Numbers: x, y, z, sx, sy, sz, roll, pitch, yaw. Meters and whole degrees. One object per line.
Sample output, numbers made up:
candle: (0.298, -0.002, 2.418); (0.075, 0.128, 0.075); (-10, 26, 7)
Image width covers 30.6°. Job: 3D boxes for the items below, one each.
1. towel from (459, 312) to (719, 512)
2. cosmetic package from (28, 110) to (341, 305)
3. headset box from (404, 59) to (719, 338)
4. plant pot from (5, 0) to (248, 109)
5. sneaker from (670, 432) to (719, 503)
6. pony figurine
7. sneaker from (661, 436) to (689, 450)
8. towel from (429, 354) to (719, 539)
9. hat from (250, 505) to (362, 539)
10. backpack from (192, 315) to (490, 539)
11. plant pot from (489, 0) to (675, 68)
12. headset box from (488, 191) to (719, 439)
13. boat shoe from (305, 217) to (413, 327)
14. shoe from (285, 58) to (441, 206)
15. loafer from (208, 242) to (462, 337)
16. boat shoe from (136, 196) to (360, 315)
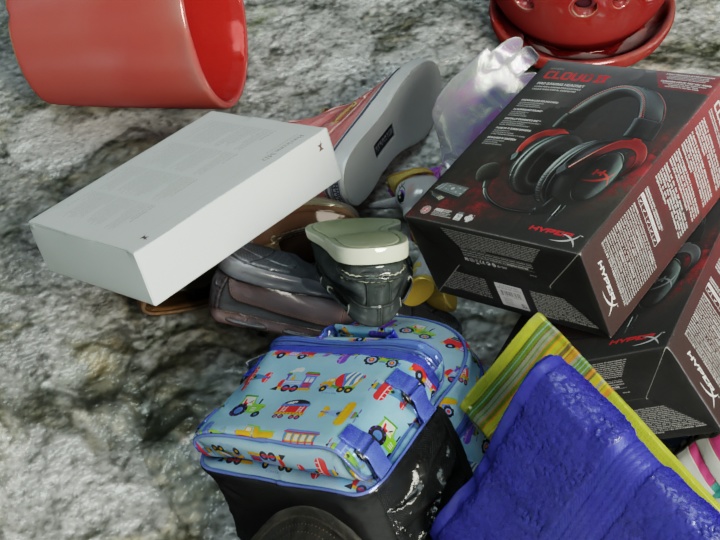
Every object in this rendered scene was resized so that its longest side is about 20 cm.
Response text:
towel: (0.141, 0.120, 0.789); (0.018, 0.086, 0.200); (8, 33, -47)
cosmetic package: (-0.137, -0.056, 1.039); (0.200, 0.052, 0.150); (-37, 31, -32)
headset box: (0.151, -0.062, 0.883); (0.148, 0.075, 0.200); (16, 53, 44)
plant pot: (-0.216, -0.236, 1.217); (0.176, 0.201, 0.201); (-7, 49, 11)
sneaker: (0.236, 0.121, 0.872); (0.200, 0.084, 0.121); (-18, 43, 47)
pony figurine: (0.098, -0.062, 1.054); (0.193, 0.167, 0.200); (-32, 31, 12)
sneaker: (0.192, 0.094, 0.957); (0.199, 0.077, 0.076); (2, 52, 11)
towel: (0.140, 0.164, 0.747); (0.049, 0.148, 0.200); (3, 34, -46)
hat: (-0.020, 0.250, 0.825); (0.081, 0.201, 0.201); (13, 35, -42)
backpack: (0.008, 0.102, 0.914); (0.182, 0.135, 0.200); (4, 39, 41)
plant pot: (0.202, -0.297, 1.216); (0.199, 0.183, 0.201); (-3, 50, 3)
headset box: (0.195, 0.023, 0.895); (0.148, 0.077, 0.200); (-15, 30, 45)
boat shoe: (0.002, 0.000, 0.961); (0.074, 0.066, 0.199); (-6, 9, -10)
shoe: (-0.006, -0.129, 1.169); (0.091, 0.072, 0.200); (9, 41, 29)
loafer: (-0.022, 0.035, 1.032); (0.199, 0.063, 0.072); (18, 20, -7)
boat shoe: (-0.093, -0.004, 1.079); (0.199, 0.076, 0.072); (-14, 53, 6)
